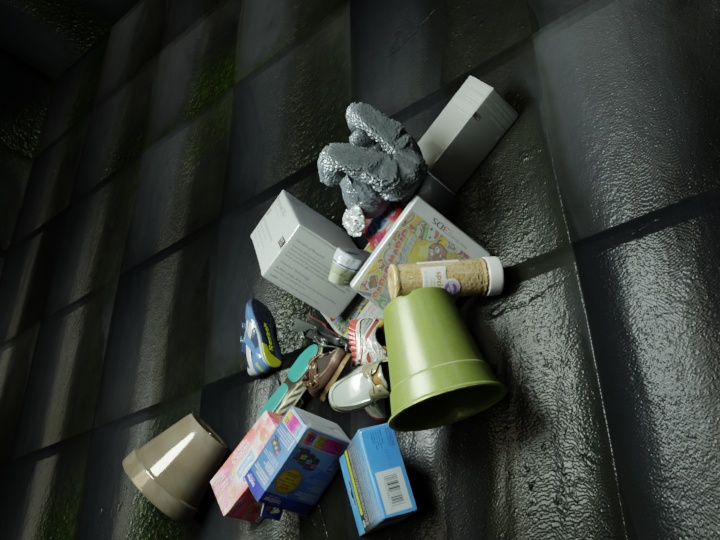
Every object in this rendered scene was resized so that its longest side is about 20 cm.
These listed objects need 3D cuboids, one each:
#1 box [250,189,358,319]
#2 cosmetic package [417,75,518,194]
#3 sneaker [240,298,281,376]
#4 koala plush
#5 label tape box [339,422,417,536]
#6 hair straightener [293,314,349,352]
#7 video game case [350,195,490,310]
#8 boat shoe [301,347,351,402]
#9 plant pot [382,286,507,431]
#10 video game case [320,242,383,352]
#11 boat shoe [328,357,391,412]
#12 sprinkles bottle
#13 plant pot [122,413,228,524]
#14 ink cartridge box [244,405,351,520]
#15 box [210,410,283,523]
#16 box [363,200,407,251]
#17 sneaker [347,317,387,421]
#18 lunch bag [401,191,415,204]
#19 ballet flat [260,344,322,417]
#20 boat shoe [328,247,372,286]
[{"bbox_3d":[-0.106,-0.035,1.458,0.131,0.199,0.199,-51,28,11],"label":"box"},{"bbox_3d":[0.202,-0.266,1.387,0.201,0.106,0.090,-54,43,8],"label":"cosmetic package"},{"bbox_3d":[-0.241,0.152,1.610,0.082,0.073,0.202,-39,45,24],"label":"sneaker"},{"bbox_3d":[0.020,-0.164,1.298,0.179,0.182,0.201,-61,-5,-32],"label":"koala plush"},{"bbox_3d":[0.026,0.361,1.198,0.201,0.062,0.146,112,145,-61],"label":"label tape box"},{"bbox_3d":[-0.090,0.142,1.453,0.199,0.076,0.042,28,122,52],"label":"hair straightener"},{"bbox_3d":[0.110,-0.002,1.268,0.201,0.181,0.023,-53,18,7],"label":"video game case"},{"bbox_3d":[-0.072,0.194,1.337,0.071,0.070,0.201,-51,-5,-33],"label":"boat shoe"},{"bbox_3d":[0.116,0.138,1.151,0.199,0.199,0.193,-32,59,27],"label":"plant pot"},{"bbox_3d":[0.016,0.057,1.450,0.201,0.023,0.182,-54,42,9],"label":"video game case"},{"bbox_3d":[0.033,0.193,1.253,0.197,0.068,0.076,-24,77,-5],"label":"boat shoe"},{"bbox_3d":[0.148,0.016,1.224,0.196,0.069,0.069,-4,54,-8],"label":"sprinkles bottle"},{"bbox_3d":[-0.390,0.419,1.538,0.174,0.201,0.199,-47,41,-10],"label":"plant pot"},{"bbox_3d":[-0.123,0.374,1.323,0.201,0.136,0.076,-55,39,5],"label":"ink cartridge box"},{"bbox_3d":[-0.197,0.395,1.409,0.201,0.102,0.095,-51,43,8],"label":"box"},{"bbox_3d":[0.074,-0.072,1.373,0.096,0.099,0.200,-50,28,11],"label":"box"},{"bbox_3d":[0.027,0.182,1.325,0.081,0.078,0.204,-14,69,16],"label":"sneaker"},{"bbox_3d":[0.052,-0.224,1.535,0.199,0.075,0.162,27,86,47],"label":"lunch bag"},{"bbox_3d":[-0.133,0.244,1.464,0.201,0.062,0.067,-51,32,0],"label":"ballet flat"},{"bbox_3d":[0.000,0.000,1.337,0.072,0.199,0.063,38,103,30],"label":"boat shoe"}]
